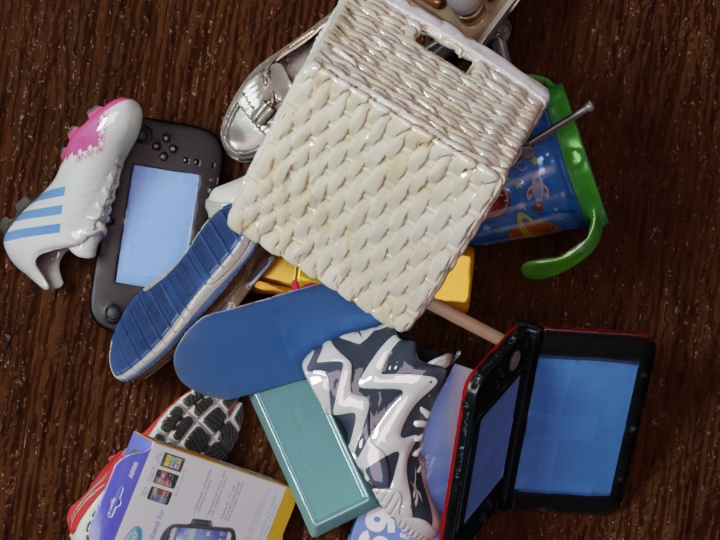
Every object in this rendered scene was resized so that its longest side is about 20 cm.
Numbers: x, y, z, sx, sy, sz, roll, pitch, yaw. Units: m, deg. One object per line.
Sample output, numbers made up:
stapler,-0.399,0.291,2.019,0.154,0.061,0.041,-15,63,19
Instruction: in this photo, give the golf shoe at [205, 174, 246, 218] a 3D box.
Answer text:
golf shoe,-0.055,-0.107,1.540,0.199,0.078,0.098,-19,104,-11

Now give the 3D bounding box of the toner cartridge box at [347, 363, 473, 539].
toner cartridge box,0.059,0.182,1.549,0.094,0.043,0.202,18,86,-1

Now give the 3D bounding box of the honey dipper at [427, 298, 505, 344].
honey dipper,0.079,0.036,1.489,0.199,0.038,0.038,26,86,-11

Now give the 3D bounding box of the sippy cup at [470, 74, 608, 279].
sippy cup,0.144,-0.085,1.529,0.129,0.178,0.140,-18,117,9

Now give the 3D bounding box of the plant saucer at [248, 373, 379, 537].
plant saucer,-0.054,0.138,1.539,0.069,0.019,0.201,-25,73,-3

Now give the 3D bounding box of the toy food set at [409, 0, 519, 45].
toy food set,0.076,-0.302,1.542,0.199,0.060,0.144,36,86,24

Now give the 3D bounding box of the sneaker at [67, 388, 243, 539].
sneaker,-0.193,0.172,1.531,0.200,0.085,0.077,-44,116,-22

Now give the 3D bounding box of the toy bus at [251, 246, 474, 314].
toy bus,0.000,0.000,1.538,0.198,0.078,0.066,7,86,-3

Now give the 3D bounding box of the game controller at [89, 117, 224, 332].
game controller,-0.188,-0.038,1.558,0.103,0.042,0.202,8,87,0

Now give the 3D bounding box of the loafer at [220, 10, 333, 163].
loafer,-0.055,-0.183,1.557,0.200,0.063,0.072,-44,88,-3

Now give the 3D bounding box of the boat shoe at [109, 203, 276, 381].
boat shoe,-0.144,0.032,1.507,0.200,0.072,0.072,-45,46,18

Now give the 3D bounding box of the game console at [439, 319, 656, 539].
game console,0.162,0.157,1.475,0.118,0.172,0.201,19,122,21

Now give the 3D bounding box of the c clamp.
c clamp,0.113,-0.159,1.511,0.170,0.027,0.201,-33,44,17

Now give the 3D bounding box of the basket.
basket,0.017,-0.093,1.391,0.197,0.161,0.201,31,128,-2

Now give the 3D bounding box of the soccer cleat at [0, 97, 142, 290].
soccer cleat,-0.246,-0.065,1.519,0.086,0.070,0.200,50,116,16

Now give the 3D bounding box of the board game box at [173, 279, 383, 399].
board game box,-0.071,0.046,1.481,0.198,0.158,0.039,-16,59,-2

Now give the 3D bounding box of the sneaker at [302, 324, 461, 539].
sneaker,0.049,0.131,1.483,0.129,0.079,0.200,-31,91,2

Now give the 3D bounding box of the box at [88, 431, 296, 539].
box,-0.155,0.221,1.488,0.199,0.041,0.120,25,85,-38
